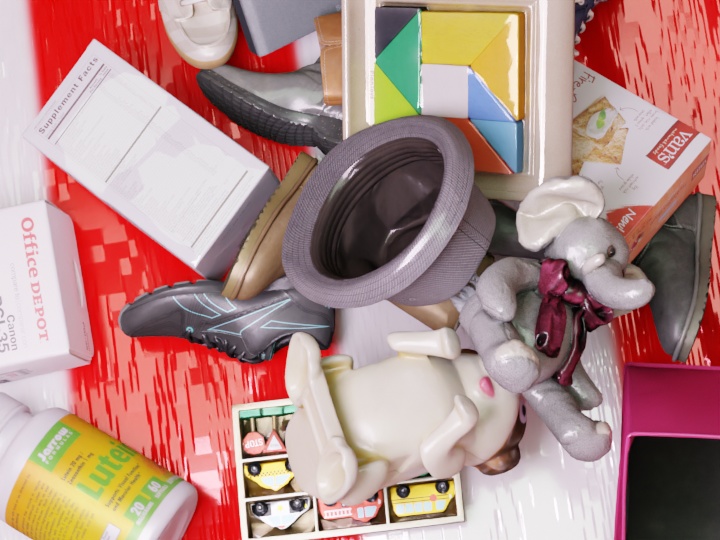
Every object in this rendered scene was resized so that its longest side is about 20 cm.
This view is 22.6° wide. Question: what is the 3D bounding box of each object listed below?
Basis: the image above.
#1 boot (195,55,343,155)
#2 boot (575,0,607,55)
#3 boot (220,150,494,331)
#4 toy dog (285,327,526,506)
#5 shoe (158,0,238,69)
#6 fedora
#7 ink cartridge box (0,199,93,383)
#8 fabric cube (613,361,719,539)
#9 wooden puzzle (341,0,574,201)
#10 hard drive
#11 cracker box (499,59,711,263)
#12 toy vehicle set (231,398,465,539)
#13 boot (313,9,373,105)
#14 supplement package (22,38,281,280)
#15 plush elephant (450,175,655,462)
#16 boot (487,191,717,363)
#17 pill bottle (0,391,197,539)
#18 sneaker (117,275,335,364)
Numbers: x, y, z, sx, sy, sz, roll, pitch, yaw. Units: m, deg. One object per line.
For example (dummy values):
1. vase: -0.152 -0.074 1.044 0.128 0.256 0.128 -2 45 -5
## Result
1. boot: -0.038 -0.178 1.643 0.199 0.068 0.131 22 72 9
2. boot: 0.170 -0.219 1.574 0.072 0.199 0.091 -17 86 48
3. boot: 0.000 0.000 1.557 0.199 0.066 0.176 31 57 0
4. toy dog: 0.047 0.131 1.504 0.198 0.195 0.140 -10 54 -19
5. shoe: -0.159 -0.275 1.641 0.069 0.053 0.202 -17 65 3
6. fedora: 0.036 -0.033 1.471 0.199 0.090 0.178 -7 56 48
7. ink cartridge box: -0.355 0.029 1.624 0.198 0.083 0.148 -12 80 4
8. fabric cube: 0.302 0.198 1.443 0.194 0.199 0.202 2 102 6
9. wooden puzzle: 0.077 -0.153 1.498 0.198 0.037 0.187 4 104 21
10. hard drive: -0.064 -0.308 1.588 0.139 0.033 0.201 -28 121 -17
11. cracker box: 0.184 -0.104 1.559 0.199 0.058 0.134 33 63 22
12. toy vehicle set: -0.011 0.171 1.594 0.198 0.027 0.126 -7 80 5
13. boot: 0.036 -0.226 1.604 0.154 0.077 0.202 -7 61 7
14. supplement package: -0.182 -0.096 1.611 0.199 0.110 0.114 37 87 10
15. plush elephant: 0.166 0.024 1.439 0.155 0.165 0.200 -41 36 6
16. boot: 0.202 -0.014 1.564 0.198 0.073 0.183 11 53 1
17. pill bottle: -0.252 0.190 1.574 0.199 0.111 0.112 29 85 9
18. sneaker: -0.117 0.045 1.601 0.198 0.075 0.080 -9 83 5
